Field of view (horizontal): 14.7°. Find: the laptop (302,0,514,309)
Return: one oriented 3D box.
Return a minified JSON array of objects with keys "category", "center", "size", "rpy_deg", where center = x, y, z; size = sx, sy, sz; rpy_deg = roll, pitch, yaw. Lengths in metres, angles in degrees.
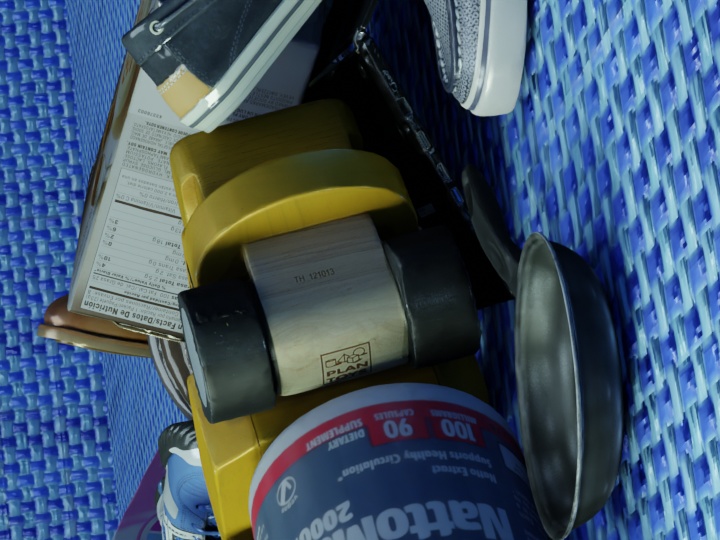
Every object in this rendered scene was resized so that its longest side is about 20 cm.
[{"category":"laptop","center":[0.038,-0.090,1.254],"size":[0.200,0.103,0.177],"rpy_deg":[60,170,-1]}]

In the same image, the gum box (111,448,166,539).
[{"category":"gum box","center":[-0.083,0.181,1.545],"size":[0.200,0.113,0.066],"rpy_deg":[-66,-22,-55]}]

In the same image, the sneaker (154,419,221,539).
[{"category":"sneaker","center":[-0.062,0.122,1.383],"size":[0.200,0.076,0.077],"rpy_deg":[99,162,-68]}]

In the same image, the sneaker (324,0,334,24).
[{"category":"sneaker","center":[-0.055,-0.120,1.428],"size":[0.200,0.076,0.081],"rpy_deg":[-41,19,38]}]

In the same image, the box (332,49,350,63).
[{"category":"box","center":[-0.020,-0.018,1.513],"size":[0.160,0.044,0.200],"rpy_deg":[-121,28,-67]}]

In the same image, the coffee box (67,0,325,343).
[{"category":"coffee box","center":[-0.078,-0.077,1.336],"size":[0.114,0.080,0.200],"rpy_deg":[-85,12,-47]}]

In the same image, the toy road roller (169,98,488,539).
[{"category":"toy road roller","center":[-0.021,0.018,1.220],"size":[0.200,0.123,0.146],"rpy_deg":[86,167,-55]}]

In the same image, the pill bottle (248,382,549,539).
[{"category":"pill bottle","center":[0.028,0.153,1.107],"size":[0.200,0.119,0.120],"rpy_deg":[-106,15,-46]}]

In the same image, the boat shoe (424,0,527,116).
[{"category":"boat shoe","center":[0.012,-0.160,1.128],"size":[0.075,0.093,0.200],"rpy_deg":[145,121,-78]}]

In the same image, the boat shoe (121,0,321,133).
[{"category":"boat shoe","center":[-0.031,-0.152,1.209],"size":[0.200,0.062,0.075],"rpy_deg":[-54,8,-15]}]

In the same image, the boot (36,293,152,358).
[{"category":"boot","center":[-0.104,-0.035,1.590],"size":[0.074,0.200,0.155],"rpy_deg":[14,107,40]}]

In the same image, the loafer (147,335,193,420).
[{"category":"loafer","center":[-0.078,-0.004,1.504],"size":[0.071,0.073,0.200],"rpy_deg":[-37,65,55]}]

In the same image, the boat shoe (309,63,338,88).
[{"category":"boat shoe","center":[0.000,0.000,1.366],"size":[0.066,0.074,0.200],"rpy_deg":[-151,54,-63]}]

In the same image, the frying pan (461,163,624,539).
[{"category":"frying pan","center":[0.070,0.033,1.068],"size":[0.190,0.031,0.115],"rpy_deg":[-118,25,-74]}]
